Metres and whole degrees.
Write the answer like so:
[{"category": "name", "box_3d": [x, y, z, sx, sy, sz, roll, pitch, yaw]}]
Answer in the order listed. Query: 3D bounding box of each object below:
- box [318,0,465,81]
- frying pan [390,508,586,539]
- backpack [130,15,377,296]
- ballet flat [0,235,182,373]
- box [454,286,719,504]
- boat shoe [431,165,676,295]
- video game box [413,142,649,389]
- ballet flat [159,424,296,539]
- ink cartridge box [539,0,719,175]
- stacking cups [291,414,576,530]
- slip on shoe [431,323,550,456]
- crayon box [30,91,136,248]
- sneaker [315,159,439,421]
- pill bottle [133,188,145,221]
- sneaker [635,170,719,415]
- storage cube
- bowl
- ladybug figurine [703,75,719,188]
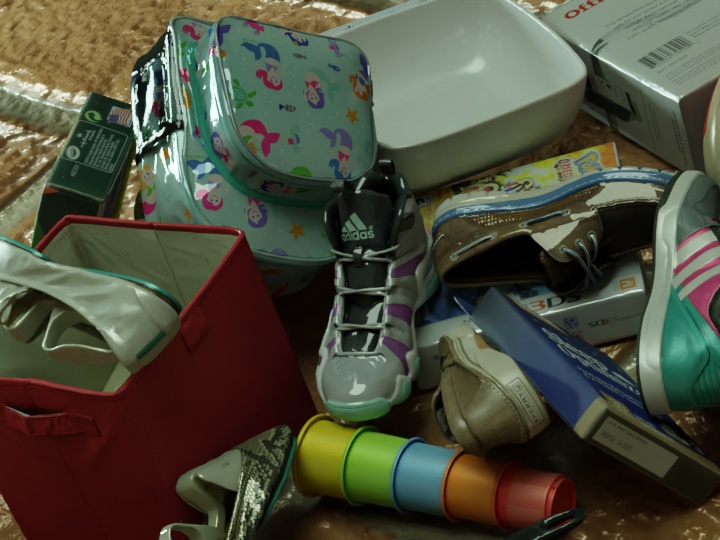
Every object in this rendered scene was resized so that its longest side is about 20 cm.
[{"category": "box", "box_3d": [-0.014, -0.163, 1.964, 0.199, 0.041, 0.156, -21, 35, 2]}, {"category": "frying pan", "box_3d": [0.047, 0.199, 1.446, 0.190, 0.031, 0.115, -36, 37, -18]}, {"category": "backpack", "box_3d": [-0.076, -0.086, 1.669, 0.150, 0.177, 0.201, -30, 57, 52]}, {"category": "ballet flat", "box_3d": [-0.205, 0.024, 1.485, 0.200, 0.070, 0.069, 16, 49, 40]}, {"category": "box", "box_3d": [0.149, 0.075, 1.492, 0.032, 0.121, 0.200, -54, 35, 8]}, {"category": "boat shoe", "box_3d": [0.148, -0.019, 1.593, 0.199, 0.072, 0.073, -10, 47, 20]}, {"category": "video game box", "box_3d": [0.122, -0.006, 1.679, 0.182, 0.047, 0.200, -13, 36, 8]}, {"category": "ballet flat", "box_3d": [-0.096, 0.178, 1.477, 0.068, 0.075, 0.200, -40, 30, 52]}, {"category": "ink cartridge box", "box_3d": [0.263, -0.173, 1.794, 0.147, 0.083, 0.200, -30, 36, -15]}, {"category": "stacking cups", "box_3d": [0.053, 0.141, 1.510, 0.199, 0.061, 0.061, 7, 43, 29]}, {"category": "slip on shoe", "box_3d": [0.075, 0.088, 1.508, 0.061, 0.076, 0.200, -34, 12, -5]}, {"category": "crayon box", "box_3d": [-0.226, -0.024, 1.754, 0.051, 0.200, 0.127, 17, 40, -1]}, {"category": "sneaker", "box_3d": [0.000, 0.000, 1.570, 0.077, 0.140, 0.200, -5, 38, 15]}, {"category": "pill bottle", "box_3d": [-0.112, -0.048, 1.790, 0.119, 0.120, 0.200, 11, 46, 38]}, {"category": "sneaker", "box_3d": [0.254, 0.008, 1.464, 0.120, 0.084, 0.200, -4, 48, 21]}, {"category": "storage cube", "box_3d": [-0.160, 0.087, 1.582, 0.171, 0.180, 0.200, 5, 41, 32]}, {"category": "bowl", "box_3d": [0.069, -0.140, 1.805, 0.200, 0.075, 0.200, -22, 38, -15]}, {"category": "ladybug figurine", "box_3d": [0.320, -0.115, 1.658, 0.200, 0.136, 0.072, -57, 14, -22]}]
